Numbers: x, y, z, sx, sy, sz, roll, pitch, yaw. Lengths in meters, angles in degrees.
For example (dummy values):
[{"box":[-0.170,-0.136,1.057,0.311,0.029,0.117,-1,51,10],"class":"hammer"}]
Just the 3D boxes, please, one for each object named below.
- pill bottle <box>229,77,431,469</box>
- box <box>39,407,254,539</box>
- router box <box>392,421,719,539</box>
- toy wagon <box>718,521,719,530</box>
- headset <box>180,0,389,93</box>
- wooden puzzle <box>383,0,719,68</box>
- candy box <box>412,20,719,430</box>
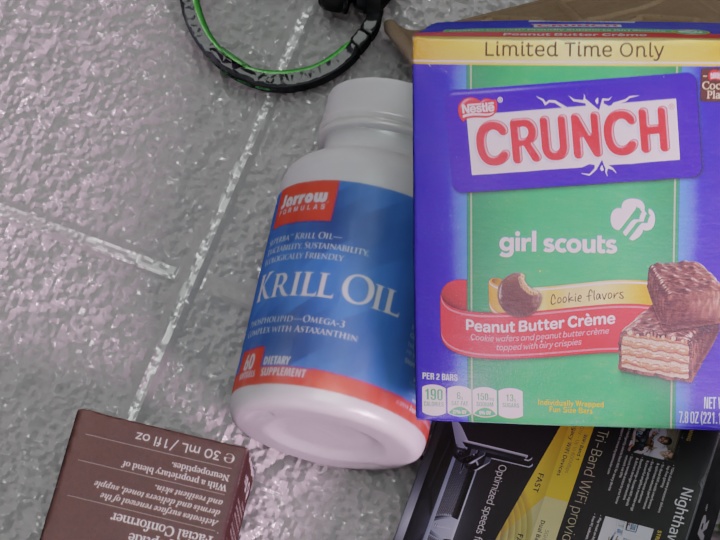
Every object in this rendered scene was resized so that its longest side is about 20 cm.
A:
[{"box":[0.000,0.000,1.255,0.111,0.112,0.201,10,69,4],"class":"pill bottle"},{"box":[-0.130,0.185,1.209,0.099,0.075,0.201,12,72,4],"class":"box"},{"box":[0.097,0.158,1.203,0.156,0.052,0.201,13,70,24],"class":"router box"},{"box":[0.209,0.222,1.210,0.199,0.040,0.155,-35,73,-11],"class":"toy wagon"},{"box":[-0.026,-0.202,1.334,0.123,0.094,0.201,33,86,3],"class":"headset"},{"box":[0.124,-0.122,1.287,0.198,0.185,0.047,-10,109,-5],"class":"wooden puzzle"},{"box":[0.114,-0.025,1.153,0.168,0.077,0.202,1,100,10],"class":"candy box"}]
